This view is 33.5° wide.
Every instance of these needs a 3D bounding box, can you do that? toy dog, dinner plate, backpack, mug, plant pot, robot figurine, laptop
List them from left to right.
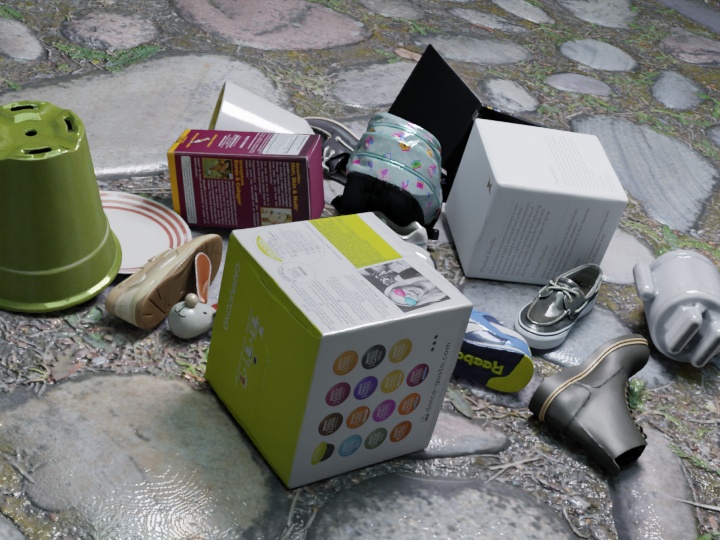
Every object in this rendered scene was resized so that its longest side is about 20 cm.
[{"bbox_3d":[-0.381,-0.088,1.405,0.197,0.192,0.201,5,40,-4],"label":"plant pot"},{"bbox_3d":[-0.320,-0.045,1.558,0.197,0.025,0.201,11,30,-6],"label":"dinner plate"},{"bbox_3d":[-0.140,0.017,1.459,0.130,0.097,0.200,21,31,13],"label":"toy dog"},{"bbox_3d":[-0.148,-0.193,1.765,0.151,0.150,0.188,16,36,-12],"label":"mug"},{"bbox_3d":[0.044,-0.132,1.682,0.165,0.128,0.200,15,-13,7],"label":"backpack"},{"bbox_3d":[0.154,-0.207,1.810,0.198,0.188,0.117,16,42,-21],"label":"laptop"},{"bbox_3d":[0.448,0.047,1.645,0.168,0.113,0.201,30,28,-13],"label":"robot figurine"}]

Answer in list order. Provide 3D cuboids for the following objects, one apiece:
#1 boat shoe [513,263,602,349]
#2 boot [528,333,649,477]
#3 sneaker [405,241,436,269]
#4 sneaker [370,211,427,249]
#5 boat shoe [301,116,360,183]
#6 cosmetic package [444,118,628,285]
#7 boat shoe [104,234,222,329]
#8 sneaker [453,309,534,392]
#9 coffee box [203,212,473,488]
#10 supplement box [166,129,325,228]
[{"bbox_3d":[0.268,0.040,1.621,0.072,0.072,0.200,27,33,21],"label":"boat shoe"},{"bbox_3d":[0.316,0.166,1.446,0.199,0.078,0.138,-27,52,-31],"label":"boot"},{"bbox_3d":[0.000,0.000,1.538,0.197,0.077,0.115,6,9,3],"label":"sneaker"},{"bbox_3d":[-0.002,-0.048,1.644,0.197,0.081,0.071,8,32,-8],"label":"sneaker"},{"bbox_3d":[-0.034,-0.178,1.852,0.198,0.073,0.063,29,30,14],"label":"boat shoe"},{"bbox_3d":[0.249,-0.095,1.724,0.197,0.169,0.167,6,39,-15],"label":"cosmetic package"},{"bbox_3d":[-0.237,0.003,1.466,0.064,0.072,0.200,14,28,21],"label":"boat shoe"},{"bbox_3d":[0.122,0.085,1.490,0.198,0.075,0.082,24,29,1],"label":"sneaker"},{"bbox_3d":[-0.032,0.079,1.300,0.196,0.202,0.200,-10,38,-34],"label":"coffee box"},{"bbox_3d":[-0.154,-0.124,1.628,0.197,0.112,0.086,3,29,11],"label":"supplement box"}]
